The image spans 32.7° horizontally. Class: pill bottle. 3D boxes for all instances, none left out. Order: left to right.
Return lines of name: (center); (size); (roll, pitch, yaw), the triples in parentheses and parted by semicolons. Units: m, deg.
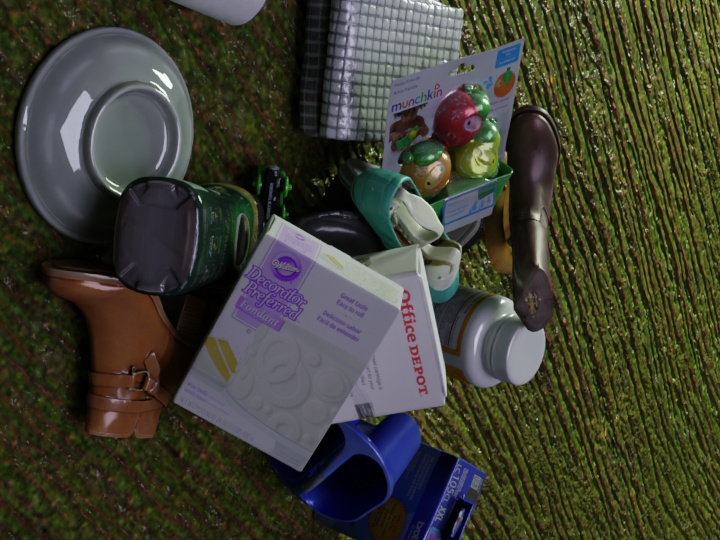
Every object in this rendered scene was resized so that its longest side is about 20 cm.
pill bottle: (0.116, 0.073, 1.455); (0.109, 0.199, 0.110); (-19, 116, -44)

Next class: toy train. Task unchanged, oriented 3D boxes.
toy train: (-0.104, -0.014, 1.287); (0.041, 0.056, 0.202); (5, 105, -10)

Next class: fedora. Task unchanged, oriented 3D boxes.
fedora: (0.168, -0.094, 1.540); (0.200, 0.081, 0.203); (-30, 124, -59)

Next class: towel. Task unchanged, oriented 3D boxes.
towel: (0.020, -0.226, 1.345); (0.199, 0.085, 0.167); (-6, 105, -46)

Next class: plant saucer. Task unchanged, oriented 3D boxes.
plant saucer: (-0.220, -0.120, 1.126); (0.199, 0.050, 0.202); (-19, 116, -44)

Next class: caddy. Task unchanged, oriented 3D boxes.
caddy: (-0.026, 0.200, 1.347); (0.141, 0.200, 0.105); (42, 54, 0)

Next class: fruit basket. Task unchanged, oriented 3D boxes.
fruit basket: (0.099, -0.135, 1.311); (0.184, 0.094, 0.201); (-22, 141, -31)

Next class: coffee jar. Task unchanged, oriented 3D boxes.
coffee jar: (-0.155, -0.032, 1.149); (0.200, 0.084, 0.105); (-5, 102, -76)

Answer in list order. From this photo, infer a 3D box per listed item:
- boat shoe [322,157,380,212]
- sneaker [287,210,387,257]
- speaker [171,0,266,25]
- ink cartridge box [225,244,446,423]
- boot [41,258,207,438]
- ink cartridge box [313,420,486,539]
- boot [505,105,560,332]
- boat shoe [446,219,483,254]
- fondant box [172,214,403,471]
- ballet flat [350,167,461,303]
boat shoe: (0.028, -0.080, 1.420); (0.057, 0.069, 0.199); (-47, 147, 19)
sneaker: (0.000, 0.000, 1.290); (0.199, 0.076, 0.092); (26, 62, -38)
speaker: (-0.174, -0.288, 1.102); (0.199, 0.081, 0.082); (11, 93, -50)
ink cartridge box: (-0.021, 0.070, 1.230); (0.084, 0.198, 0.147); (-81, 159, -69)
boot: (-0.236, 0.078, 1.155); (0.199, 0.073, 0.156); (22, 89, -47)
ink cartridge box: (0.057, 0.272, 1.449); (0.076, 0.199, 0.137); (36, 74, -48)
boot: (0.191, -0.056, 1.365); (0.201, 0.064, 0.188); (-78, 163, -48)
boat shoe: (0.066, -0.002, 1.437); (0.200, 0.073, 0.063); (-41, 155, 6)
fondant box: (-0.069, 0.070, 1.157); (0.201, 0.143, 0.058); (-59, -174, 20)
ballet flat: (0.064, -0.028, 1.267); (0.068, 0.070, 0.200); (-56, 130, -20)
